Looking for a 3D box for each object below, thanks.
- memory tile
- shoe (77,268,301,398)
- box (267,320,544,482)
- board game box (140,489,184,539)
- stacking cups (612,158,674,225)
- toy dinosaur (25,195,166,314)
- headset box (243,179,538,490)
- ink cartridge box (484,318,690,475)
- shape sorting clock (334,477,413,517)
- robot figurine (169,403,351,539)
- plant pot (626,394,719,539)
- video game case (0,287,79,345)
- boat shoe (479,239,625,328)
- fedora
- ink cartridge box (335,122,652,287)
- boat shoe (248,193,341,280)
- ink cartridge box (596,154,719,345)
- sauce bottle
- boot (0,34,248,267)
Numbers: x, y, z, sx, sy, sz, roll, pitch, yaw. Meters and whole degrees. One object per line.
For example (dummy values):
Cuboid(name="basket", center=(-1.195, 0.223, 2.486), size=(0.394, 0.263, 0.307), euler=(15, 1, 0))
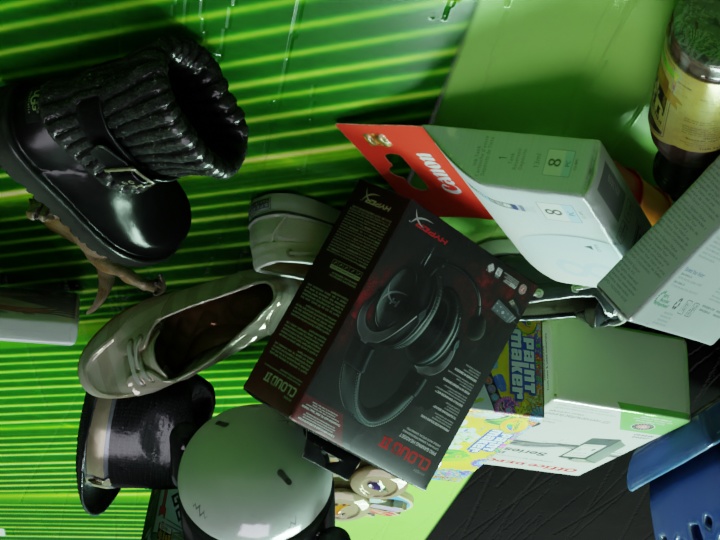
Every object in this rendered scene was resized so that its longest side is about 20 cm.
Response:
Cuboid(name="memory tile", center=(-0.041, 0.167, 1.410), size=(0.153, 0.017, 0.200), euler=(27, 135, -27))
Cuboid(name="shoe", center=(-0.140, 0.048, 1.330), size=(0.199, 0.070, 0.053), euler=(-25, -177, 13))
Cuboid(name="box", center=(0.033, 0.092, 1.469), size=(0.191, 0.123, 0.200), euler=(9, 155, -16))
Cuboid(name="board game box", center=(-0.128, 0.247, 1.498), size=(0.134, 0.029, 0.200), euler=(31, -168, -10))
Cuboid(name="stacking cups", center=(0.219, -0.033, 1.268), size=(0.060, 0.061, 0.200), euler=(-18, 146, 37))
Cuboid(name="toy dinosaur", center=(-0.198, -0.019, 1.329), size=(0.100, 0.059, 0.200), euler=(12, 159, 14))
Cuboid(name="headset box", center=(0.019, 0.058, 1.263), size=(0.149, 0.201, 0.077), euler=(33, 175, -36))
Cuboid(name="ink cartridge box", center=(0.192, 0.122, 1.581), size=(0.145, 0.085, 0.200), euler=(10, 155, -21))
Cuboid(name="shape sorting clock", center=(-0.050, 0.199, 1.531), size=(0.198, 0.040, 0.200), euler=(4, 166, 1))
Cuboid(name="robot figurine", center=(-0.079, 0.191, 1.333), size=(0.149, 0.125, 0.201), euler=(-1, 141, 0))
Cuboid(name="plant pot", center=(0.376, 0.197, 1.578), size=(0.199, 0.180, 0.200), euler=(-27, 170, -26))
Cuboid(name="video game case", center=(-0.326, 0.030, 1.360), size=(0.198, 0.023, 0.182), euler=(5, -175, -10))
Cuboid(name="boat shoe", center=(0.186, 0.018, 1.372), size=(0.198, 0.061, 0.076), euler=(2, 157, -3))
Cuboid(name="fedora", center=(-0.178, 0.128, 1.466), size=(0.091, 0.202, 0.201), euler=(13, 157, 5))
Cuboid(name="ink cartridge box", center=(0.094, -0.044, 1.180), size=(0.199, 0.048, 0.160), euler=(7, 160, 28))
Cuboid(name="boat shoe", center=(0.000, 0.000, 1.322), size=(0.199, 0.070, 0.071), euler=(18, 151, -34))
Cuboid(name="ink cartridge box", center=(0.269, -0.037, 1.152), size=(0.200, 0.043, 0.196), euler=(-48, 155, 13))
Cuboid(name="sauce bottle", center=(0.216, -0.105, 1.079), size=(0.064, 0.065, 0.200), euler=(0, 155, 2))
Cuboid(name="boot", center=(-0.135, -0.073, 1.143), size=(0.157, 0.080, 0.211), euler=(-11, 154, 26))
